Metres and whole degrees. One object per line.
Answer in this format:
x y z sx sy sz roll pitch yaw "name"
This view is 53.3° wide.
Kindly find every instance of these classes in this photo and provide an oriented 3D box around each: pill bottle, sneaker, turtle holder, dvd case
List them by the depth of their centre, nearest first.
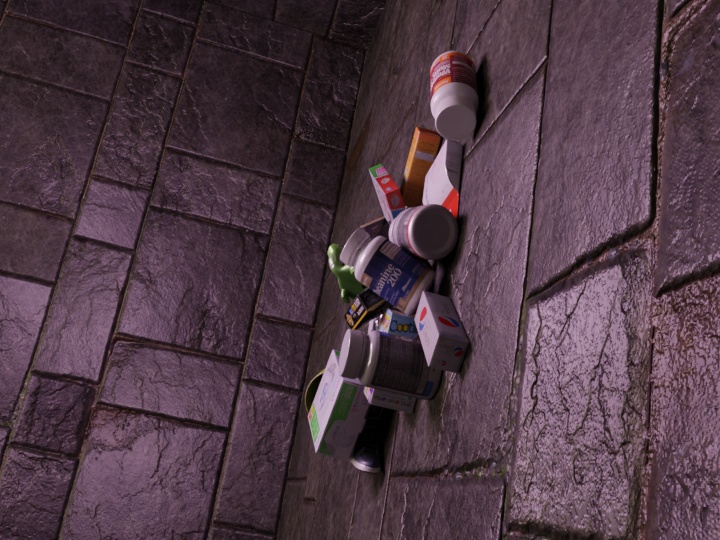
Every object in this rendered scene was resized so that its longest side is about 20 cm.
0.059 0.187 1.458 0.114 0.195 0.117 -167 90 -80 "pill bottle"
0.056 -0.002 1.557 0.112 0.198 0.111 -53 -10 -14 "pill bottle"
0.133 -0.084 1.596 0.200 0.113 0.119 -172 96 -77 "pill bottle"
0.210 -0.391 1.606 0.111 0.107 0.203 113 167 -46 "pill bottle"
0.022 0.401 1.778 0.202 0.075 0.150 -117 38 -78 "sneaker"
0.004 0.009 1.852 0.133 0.180 0.143 -70 -21 -46 "turtle holder"
0.048 -0.072 2.043 0.199 0.016 0.153 -28 -54 -57 "dvd case"

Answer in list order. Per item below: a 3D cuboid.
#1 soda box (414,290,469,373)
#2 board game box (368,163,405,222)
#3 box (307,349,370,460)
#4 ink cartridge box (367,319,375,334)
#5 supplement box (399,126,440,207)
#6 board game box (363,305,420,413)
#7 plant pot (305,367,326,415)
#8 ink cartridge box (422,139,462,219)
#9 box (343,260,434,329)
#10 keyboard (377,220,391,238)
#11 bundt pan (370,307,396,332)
0.154 0.116 1.397 0.201 0.062 0.070 -98 24 -68 "soda box"
0.083 -0.179 1.920 0.201 0.039 0.156 -114 3 -61 "board game box"
-0.048 0.335 1.792 0.177 0.094 0.204 -118 47 -69 "box"
0.046 0.186 2.052 0.100 0.038 0.205 118 163 -59 "ink cartridge box"
0.155 -0.271 1.913 0.067 0.067 0.205 -98 19 -69 "supplement box"
0.083 0.196 1.597 0.103 0.102 0.206 -142 66 -80 "board game box"
-0.050 0.342 2.087 0.200 0.182 0.192 -56 -17 -73 "plant pot"
0.184 -0.173 1.661 0.163 0.056 0.204 120 165 -62 "ink cartridge box"
0.064 0.056 1.686 0.050 0.197 0.160 56 157 9 "box"
0.094 -0.021 1.897 0.104 0.039 0.204 -45 53 48 "keyboard"
0.066 0.185 1.813 0.202 0.074 0.208 -166 89 -82 "bundt pan"
